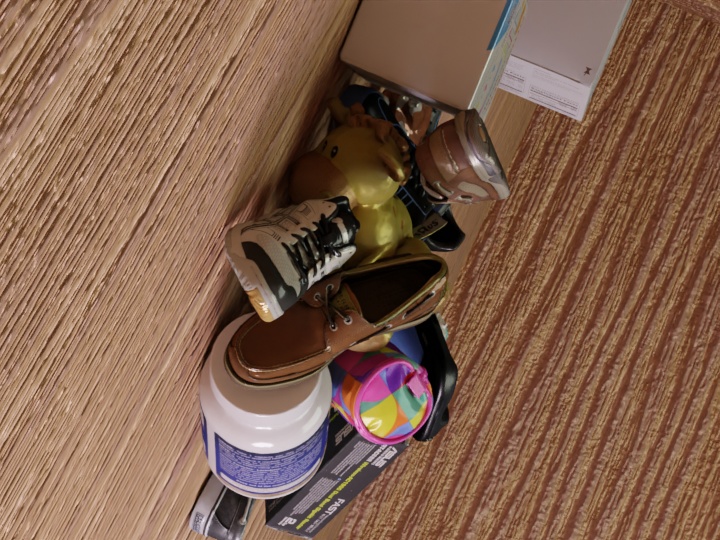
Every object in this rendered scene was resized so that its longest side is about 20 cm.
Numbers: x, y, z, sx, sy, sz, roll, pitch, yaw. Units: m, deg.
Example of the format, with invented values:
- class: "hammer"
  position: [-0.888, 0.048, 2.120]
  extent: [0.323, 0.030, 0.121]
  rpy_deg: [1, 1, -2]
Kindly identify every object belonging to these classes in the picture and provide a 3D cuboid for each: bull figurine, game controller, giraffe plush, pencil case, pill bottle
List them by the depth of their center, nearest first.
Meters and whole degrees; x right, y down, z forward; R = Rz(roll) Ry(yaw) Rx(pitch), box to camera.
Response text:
- class: "pill bottle"
  position: [-0.083, 0.116, 1.577]
  extent: [0.200, 0.115, 0.116]
  rpy_deg: [98, 17, -66]
- class: "giraffe plush"
  position: [-0.002, -0.054, 1.594]
  extent: [0.200, 0.172, 0.163]
  rpy_deg: [-48, 142, -36]
- class: "pencil case"
  position: [-0.006, 0.083, 1.650]
  extent: [0.200, 0.088, 0.089]
  rpy_deg: [42, -66, 58]
- class: "game controller"
  position: [0.044, 0.057, 1.676]
  extent: [0.105, 0.042, 0.201]
  rpy_deg: [96, -19, -45]
- class: "bull figurine"
  position: [0.029, -0.139, 1.828]
  extent: [0.121, 0.065, 0.201]
  rpy_deg: [5, 107, -80]

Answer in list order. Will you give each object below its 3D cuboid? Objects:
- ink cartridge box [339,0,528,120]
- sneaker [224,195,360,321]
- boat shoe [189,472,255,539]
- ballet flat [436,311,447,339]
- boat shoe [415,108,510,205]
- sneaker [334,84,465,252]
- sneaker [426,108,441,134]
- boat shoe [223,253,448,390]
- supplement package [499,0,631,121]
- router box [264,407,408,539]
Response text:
- class: "ink cartridge box"
  position: [0.073, -0.217, 1.658]
  extent: [0.200, 0.124, 0.129]
  rpy_deg: [-3, 116, -82]
- class: "sneaker"
  position: [-0.048, -0.022, 1.443]
  extent: [0.087, 0.076, 0.200]
  rpy_deg: [-24, -168, 12]
- class: "boat shoe"
  position: [-0.104, 0.194, 1.860]
  extent: [0.074, 0.068, 0.200]
  rpy_deg: [106, 9, -46]
- class: "ballet flat"
  position: [0.014, 0.013, 1.854]
  extent: [0.071, 0.200, 0.072]
  rpy_deg: [-26, 143, -22]
- class: "boat shoe"
  position: [0.084, -0.094, 1.598]
  extent: [0.071, 0.076, 0.200]
  rpy_deg: [-23, 168, 6]
- class: "sneaker"
  position: [0.042, -0.094, 1.717]
  extent: [0.070, 0.078, 0.200]
  rpy_deg: [-56, 140, -26]
- class: "sneaker"
  position: [0.048, -0.134, 1.948]
  extent: [0.082, 0.073, 0.201]
  rpy_deg: [99, 16, -69]
- class: "boat shoe"
  position: [-0.020, 0.031, 1.475]
  extent: [0.199, 0.072, 0.068]
  rpy_deg: [-26, 165, -23]
- class: "supplement package"
  position: [0.179, -0.281, 1.947]
  extent: [0.111, 0.199, 0.157]
  rpy_deg: [86, 27, -77]
- class: "router box"
  position: [-0.030, 0.164, 1.892]
  extent: [0.200, 0.062, 0.151]
  rpy_deg: [-48, -146, 39]
